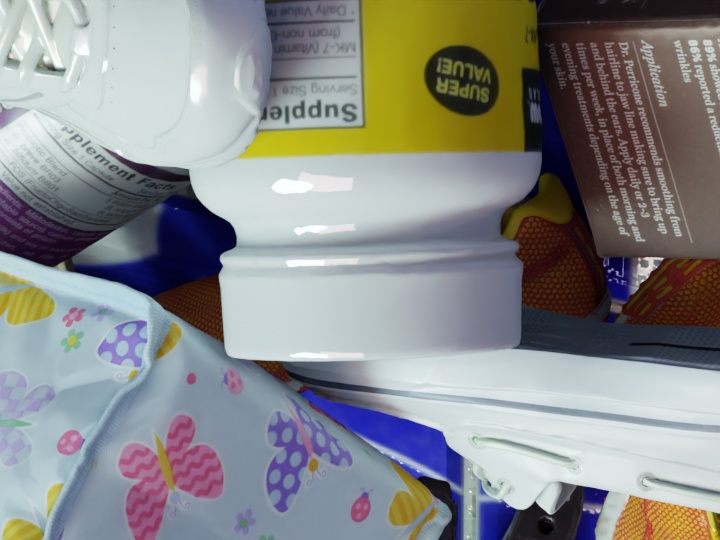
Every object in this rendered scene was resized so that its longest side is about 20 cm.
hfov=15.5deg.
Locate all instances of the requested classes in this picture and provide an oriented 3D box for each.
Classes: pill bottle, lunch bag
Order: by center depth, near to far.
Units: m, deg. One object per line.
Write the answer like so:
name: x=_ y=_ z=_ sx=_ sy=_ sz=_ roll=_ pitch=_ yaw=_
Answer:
pill bottle: x=0.000 y=-0.075 z=0.835 sx=0.114 sy=0.114 sz=0.201 roll=-1 pitch=93 yaw=31
lunch bag: x=-0.100 y=0.074 z=0.935 sx=0.200 sy=0.128 sz=0.169 roll=20 pitch=167 yaw=46
pill bottle: x=-0.104 y=-0.070 z=0.959 sx=0.200 sy=0.112 sz=0.112 roll=-30 pitch=113 yaw=31

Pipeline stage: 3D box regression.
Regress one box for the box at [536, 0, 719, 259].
box: x=0.165 y=-0.061 z=0.853 sx=0.199 sy=0.075 sz=0.100 roll=3 pitch=131 yaw=30

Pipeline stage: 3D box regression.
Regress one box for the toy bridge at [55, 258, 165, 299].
toy bridge: x=-0.087 y=0.035 z=1.096 sx=0.027 sy=0.067 sz=0.200 roll=-16 pitch=121 yaw=39

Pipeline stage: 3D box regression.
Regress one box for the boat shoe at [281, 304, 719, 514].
boat shoe: x=0.061 y=0.051 z=0.905 sx=0.199 sy=0.073 sz=0.067 roll=6 pitch=106 yaw=27

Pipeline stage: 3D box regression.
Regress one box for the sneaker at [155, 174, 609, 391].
sneaker: x=0.000 y=0.000 z=1.012 sx=0.199 sy=0.073 sz=0.077 roll=-10 pitch=112 yaw=27

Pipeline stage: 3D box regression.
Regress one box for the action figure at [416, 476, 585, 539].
action figure: x=0.048 y=0.139 z=1.108 sx=0.129 sy=0.070 sz=0.200 roll=7 pitch=157 yaw=1

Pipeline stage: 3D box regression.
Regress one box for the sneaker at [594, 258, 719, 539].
sneaker: x=0.132 y=0.065 z=0.979 sx=0.077 sy=0.073 sz=0.201 roll=50 pitch=158 yaw=38

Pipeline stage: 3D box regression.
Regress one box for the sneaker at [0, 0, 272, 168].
sneaker: x=-0.106 y=-0.074 z=0.796 sx=0.200 sy=0.099 sz=0.078 roll=19 pitch=109 yaw=49
